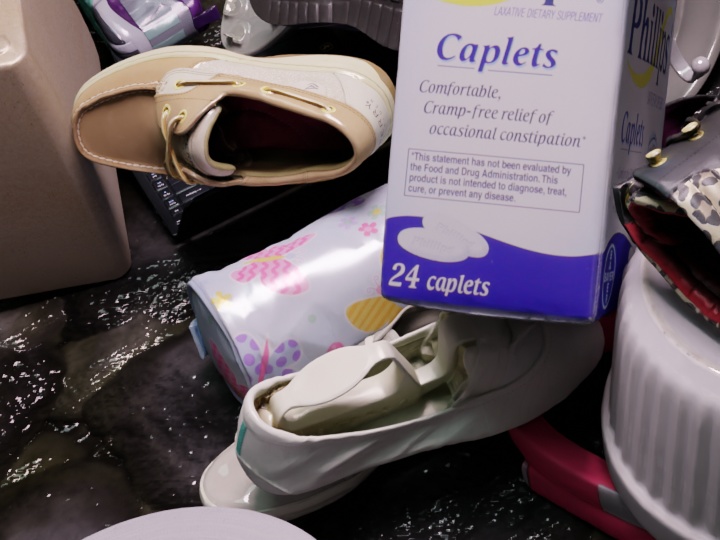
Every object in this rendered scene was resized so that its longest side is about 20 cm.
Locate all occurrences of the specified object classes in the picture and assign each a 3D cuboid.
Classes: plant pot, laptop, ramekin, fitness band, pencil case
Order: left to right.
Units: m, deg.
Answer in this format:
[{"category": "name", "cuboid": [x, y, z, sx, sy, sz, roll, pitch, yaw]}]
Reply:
[{"category": "plant pot", "cuboid": [-0.261, -0.109, 1.086, 0.198, 0.178, 0.201, -10, 56, -6]}, {"category": "laptop", "cuboid": [-0.062, -0.104, 1.124, 0.176, 0.104, 0.200, -26, 49, -12]}, {"category": "pencil case", "cuboid": [0.000, 0.000, 0.995, 0.199, 0.084, 0.091, -28, 30, -14]}, {"category": "fitness band", "cuboid": [0.164, 0.077, 0.883, 0.199, 0.038, 0.143, 26, 52, 39]}, {"category": "ramekin", "cuboid": [0.209, 0.039, 0.802, 0.198, 0.106, 0.201, -6, 41, 5]}]

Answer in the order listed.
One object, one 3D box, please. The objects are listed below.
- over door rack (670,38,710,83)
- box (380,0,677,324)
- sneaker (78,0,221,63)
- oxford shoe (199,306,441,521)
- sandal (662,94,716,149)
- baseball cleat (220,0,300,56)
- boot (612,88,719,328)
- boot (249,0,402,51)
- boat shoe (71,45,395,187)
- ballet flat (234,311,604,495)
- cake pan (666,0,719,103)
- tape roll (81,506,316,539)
[{"category": "over door rack", "cuboid": [0.099, -0.157, 1.002, 0.147, 0.201, 0.067, -34, 14, -9]}, {"category": "box", "cuboid": [0.090, -0.084, 0.861, 0.104, 0.202, 0.184, 6, 5, 16]}, {"category": "sneaker", "cuboid": [-0.173, -0.221, 1.336, 0.087, 0.075, 0.200, -27, 49, -7]}, {"category": "oxford shoe", "cuboid": [-0.001, 0.068, 0.934, 0.199, 0.058, 0.075, -29, 43, -11]}, {"category": "sandal", "cuboid": [0.180, -0.067, 1.038, 0.199, 0.048, 0.076, -14, 37, 3]}, {"category": "baseball cleat", "cuboid": [-0.026, -0.229, 1.299, 0.070, 0.106, 0.201, 31, 87, 28]}, {"category": "boot", "cuboid": [0.166, -0.085, 0.771, 0.153, 0.074, 0.204, -32, 77, -19]}, {"category": "boot", "cuboid": [0.042, -0.190, 1.183, 0.199, 0.078, 0.138, 18, 15, 37]}, {"category": "boat shoe", "cuboid": [-0.080, -0.083, 0.990, 0.198, 0.074, 0.067, -3, 31, 20]}, {"category": "ballet flat", "cuboid": [0.031, 0.053, 0.870, 0.199, 0.070, 0.070, -20, 38, -7]}, {"category": "cake pan", "cuboid": [0.139, -0.176, 1.082, 0.200, 0.201, 0.037, -32, 19, -19]}, {"category": "tape roll", "cuboid": [-0.085, 0.203, 0.793, 0.199, 0.066, 0.201, -10, 39, 9]}]
